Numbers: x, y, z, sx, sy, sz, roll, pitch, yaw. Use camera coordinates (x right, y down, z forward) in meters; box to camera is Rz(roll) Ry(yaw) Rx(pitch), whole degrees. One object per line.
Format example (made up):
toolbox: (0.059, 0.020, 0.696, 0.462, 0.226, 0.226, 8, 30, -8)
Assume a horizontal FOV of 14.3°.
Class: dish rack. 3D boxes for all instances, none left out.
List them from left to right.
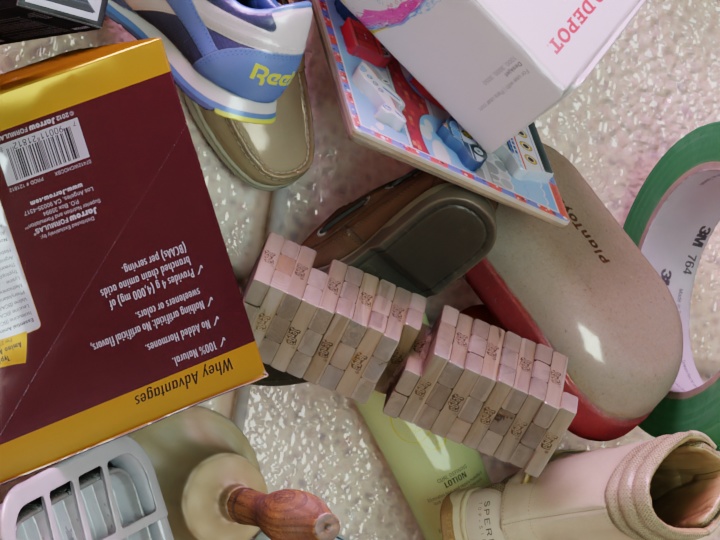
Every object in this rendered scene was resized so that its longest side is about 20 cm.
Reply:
dish rack: (-0.146, 0.203, 1.575, 0.172, 0.043, 0.201, -26, 99, -65)

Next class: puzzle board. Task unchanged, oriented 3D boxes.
puzzle board: (0.043, -0.114, 1.700, 0.150, 0.200, 0.017, 21, 121, -26)

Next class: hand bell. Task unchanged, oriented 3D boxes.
hand bell: (-0.063, 0.134, 1.630, 0.104, 0.200, 0.105, 0, 91, -26)

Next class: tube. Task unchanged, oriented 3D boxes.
tube: (0.033, 0.091, 1.765, 0.058, 0.052, 0.201, -39, 108, -57)

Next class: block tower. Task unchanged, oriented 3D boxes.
block tower: (0.026, 0.048, 1.654, 0.199, 0.058, 0.054, 24, 124, -5)

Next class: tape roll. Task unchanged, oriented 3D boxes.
tape roll: (0.225, 0.010, 1.774, 0.048, 0.200, 0.201, 13, 85, -26)

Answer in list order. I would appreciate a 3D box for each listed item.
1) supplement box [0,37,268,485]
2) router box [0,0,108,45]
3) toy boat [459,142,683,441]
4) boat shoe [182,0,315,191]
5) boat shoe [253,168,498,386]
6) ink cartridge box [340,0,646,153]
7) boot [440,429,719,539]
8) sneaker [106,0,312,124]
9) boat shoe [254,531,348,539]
supplement box: (-0.189, -0.003, 1.601, 0.197, 0.133, 0.201, -22, 101, -25)
router box: (-0.183, -0.207, 1.563, 0.052, 0.200, 0.158, 13, 86, -26)
toy boat: (0.101, 0.024, 1.761, 0.130, 0.131, 0.200, -11, 59, -53)
boat shoe: (-0.070, -0.142, 1.694, 0.074, 0.069, 0.201, -25, 102, -24)
boat shoe: (0.000, 0.000, 1.702, 0.200, 0.068, 0.072, -29, 120, 21)
ink cartridge box: (0.060, -0.188, 1.653, 0.200, 0.085, 0.145, 45, 46, -4)
boot: (0.159, 0.136, 1.738, 0.200, 0.155, 0.073, -4, 80, -57)
sneaker: (-0.105, -0.171, 1.630, 0.200, 0.082, 0.074, 41, 26, 15)
boat shoe: (0.022, 0.225, 1.736, 0.200, 0.091, 0.071, 44, 73, -21)
